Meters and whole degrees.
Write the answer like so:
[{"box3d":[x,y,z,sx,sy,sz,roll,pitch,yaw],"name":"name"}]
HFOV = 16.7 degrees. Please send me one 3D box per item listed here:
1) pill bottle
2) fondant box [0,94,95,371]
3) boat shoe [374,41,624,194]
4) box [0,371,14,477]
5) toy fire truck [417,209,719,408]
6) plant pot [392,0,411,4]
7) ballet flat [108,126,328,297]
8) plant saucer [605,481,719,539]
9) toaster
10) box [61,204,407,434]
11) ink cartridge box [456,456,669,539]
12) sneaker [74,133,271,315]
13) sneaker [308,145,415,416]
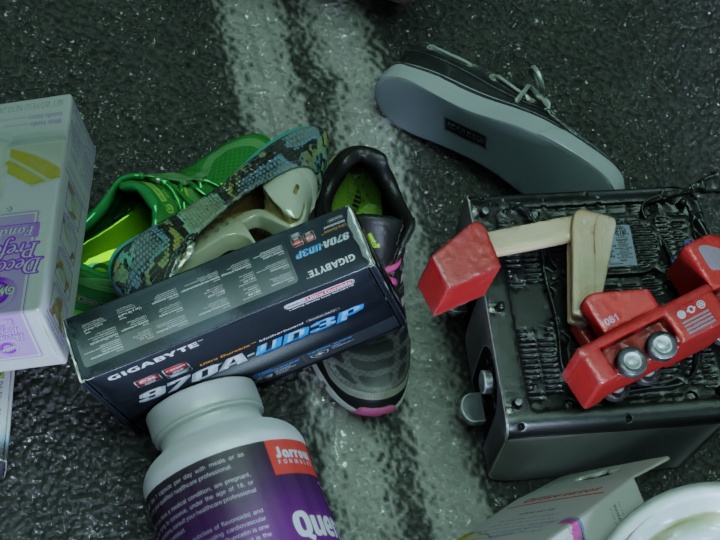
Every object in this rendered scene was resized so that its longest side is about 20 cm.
[{"box3d":[-0.072,0.174,1.585,0.112,0.112,0.200,-15,70,-17],"name":"pill bottle"},{"box3d":[-0.259,-0.021,1.611,0.144,0.058,0.200,-8,47,10],"name":"fondant box"},{"box3d":[0.110,-0.107,1.766,0.199,0.074,0.068,24,53,23],"name":"boat shoe"},{"box3d":[-0.330,0.075,1.623,0.200,0.035,0.110,4,65,-9],"name":"box"},{"box3d":[0.155,0.011,1.607,0.200,0.049,0.141,-25,73,-21],"name":"toy fire truck"},{"box3d":[-0.019,-0.303,1.780,0.198,0.200,0.200,26,63,-8],"name":"plant pot"},{"box3d":[-0.077,-0.027,1.650,0.200,0.074,0.074,-38,78,-28],"name":"ballet flat"},{"box3d":[0.230,0.234,1.536,0.200,0.050,0.200,5,66,-11],"name":"plant saucer"},{"box3d":[0.164,0.039,1.689,0.200,0.119,0.181,-4,67,-13],"name":"toaster"},{"box3d":[-0.077,0.035,1.582,0.200,0.159,0.046,-22,72,2],"name":"box"},{"box3d":[0.116,0.194,1.588,0.200,0.116,0.068,-29,98,-39],"name":"ink cartridge box"},{"box3d":[-0.129,-0.034,1.683,0.200,0.084,0.074,-36,72,-24],"name":"sneaker"},{"box3d":[0.000,0.000,1.692,0.074,0.087,0.200,1,66,-11],"name":"sneaker"}]
